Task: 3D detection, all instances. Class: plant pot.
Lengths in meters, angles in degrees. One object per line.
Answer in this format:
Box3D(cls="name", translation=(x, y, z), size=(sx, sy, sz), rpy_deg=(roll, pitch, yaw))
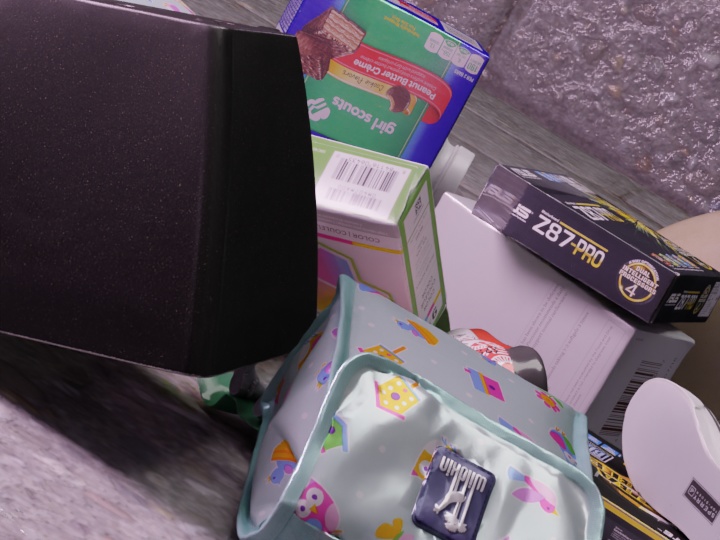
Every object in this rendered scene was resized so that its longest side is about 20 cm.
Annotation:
Box3D(cls="plant pot", translation=(0.256, 0.055, 2.009), size=(0.133, 0.202, 0.200), rpy_deg=(-5, 8, 8))
Box3D(cls="plant pot", translation=(-0.128, -0.057, 1.311), size=(0.198, 0.179, 0.200), rpy_deg=(13, 6, 15))

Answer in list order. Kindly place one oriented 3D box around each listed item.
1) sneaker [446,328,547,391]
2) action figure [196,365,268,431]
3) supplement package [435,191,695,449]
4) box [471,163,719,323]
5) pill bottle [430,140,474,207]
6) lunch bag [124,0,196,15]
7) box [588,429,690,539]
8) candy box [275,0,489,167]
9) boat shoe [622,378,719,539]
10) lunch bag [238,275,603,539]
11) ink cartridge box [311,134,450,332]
Box3D(cls="sneaker", translation=(0.040, 0.074, 1.588), size=(0.107, 0.068, 0.201), rpy_deg=(-2, 1, -17))
Box3D(cls="action figure", translation=(0.006, 0.101, 1.442), size=(0.199, 0.055, 0.118), rpy_deg=(26, 8, -40))
Box3D(cls="supplement package", translation=(0.132, 0.044, 1.836), size=(0.200, 0.117, 0.117), rpy_deg=(37, 14, 29))
Box3D(cls="box", translation=(0.186, -0.018, 1.819), size=(0.161, 0.049, 0.200), rpy_deg=(31, 10, 18))
Box3D(cls="pill bottle", translation=(0.003, -0.126, 2.263), size=(0.199, 0.113, 0.112), rpy_deg=(30, 11, -1))
Box3D(cls="lunch bag", translation=(-0.177, -0.169, 1.974), size=(0.199, 0.123, 0.170), rpy_deg=(12, 19, -41))
Box3D(cls="box", translation=(0.184, 0.170, 1.599), size=(0.199, 0.050, 0.160), rpy_deg=(33, 10, 14))
Box3D(cls="candy box", translation=(-0.011, -0.141, 2.065), size=(0.168, 0.201, 0.077), rpy_deg=(26, 13, -11))
Box3D(cls="boat shoe", translation=(0.234, 0.145, 1.556), size=(0.063, 0.071, 0.200), rpy_deg=(21, 23, -33))
Box3D(cls="lunch bag", translation=(0.031, 0.114, 1.236), size=(0.170, 0.122, 0.200), rpy_deg=(31, 20, -10))
Box3D(cls="ink cartridge box", translation=(0.000, 0.000, 1.667), size=(0.103, 0.060, 0.201), rpy_deg=(15, -35, 20))
